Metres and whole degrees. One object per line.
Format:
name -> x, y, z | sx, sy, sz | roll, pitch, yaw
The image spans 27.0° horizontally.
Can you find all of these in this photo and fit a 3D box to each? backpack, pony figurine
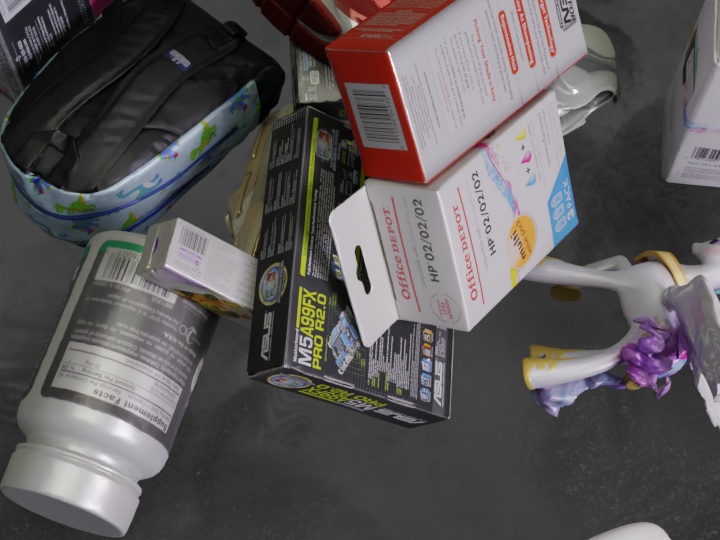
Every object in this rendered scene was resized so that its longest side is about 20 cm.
backpack -> -0.184, -0.110, 1.164 | 0.163, 0.154, 0.200 | 33, 50, 12
pony figurine -> 0.219, 0.044, 1.098 | 0.200, 0.167, 0.193 | -11, 55, 13

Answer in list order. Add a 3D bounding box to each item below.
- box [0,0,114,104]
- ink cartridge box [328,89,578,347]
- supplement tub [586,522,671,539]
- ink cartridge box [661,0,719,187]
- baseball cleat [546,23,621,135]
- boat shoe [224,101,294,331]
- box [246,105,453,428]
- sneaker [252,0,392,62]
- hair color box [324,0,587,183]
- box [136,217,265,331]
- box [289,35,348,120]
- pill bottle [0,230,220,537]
box -> -0.272, -0.237, 1.174 | 0.115, 0.200, 0.132 | 37, 71, 16
ink cartridge box -> 0.072, -0.037, 1.072 | 0.068, 0.115, 0.200 | 9, 36, 38
supplement tub -> 0.179, 0.283, 0.987 | 0.145, 0.145, 0.200 | -22, 69, -9
ink cartridge box -> 0.318, -0.137, 1.134 | 0.145, 0.200, 0.084 | 6, 69, 2
baseball cleat -> 0.111, -0.156, 1.209 | 0.200, 0.070, 0.107 | -4, 58, -2
boat shoe -> -0.068, -0.041, 1.171 | 0.065, 0.072, 0.200 | -9, 59, 41
box -> 0.000, 0.000, 1.100 | 0.160, 0.044, 0.200 | 20, 64, -37
sneaker -> 0.006, -0.211, 1.119 | 0.200, 0.078, 0.116 | 40, 68, -5
hair color box -> 0.072, -0.153, 1.047 | 0.061, 0.102, 0.200 | 10, 38, 43
box -> -0.069, 0.022, 1.088 | 0.200, 0.039, 0.041 | 28, 65, -34
box -> 0.039, -0.218, 1.175 | 0.193, 0.048, 0.200 | -3, 74, -6
pill bottle -> -0.179, 0.082, 1.087 | 0.113, 0.113, 0.200 | 17, 68, 7
